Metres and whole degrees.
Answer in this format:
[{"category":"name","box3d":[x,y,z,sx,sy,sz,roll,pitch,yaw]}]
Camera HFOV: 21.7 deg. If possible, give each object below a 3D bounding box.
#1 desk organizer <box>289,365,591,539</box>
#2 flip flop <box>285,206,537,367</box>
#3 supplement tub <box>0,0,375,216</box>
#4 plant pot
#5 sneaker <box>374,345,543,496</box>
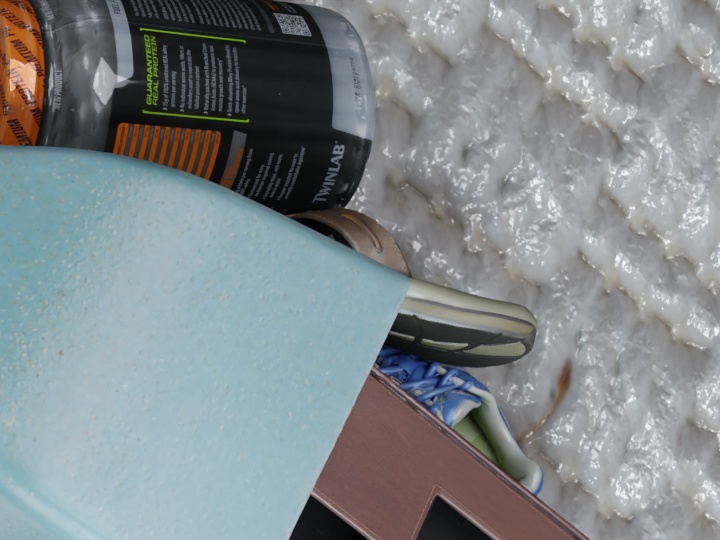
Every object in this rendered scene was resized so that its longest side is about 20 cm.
[{"category":"desk organizer","box3d":[0.040,0.139,0.944,0.200,0.072,0.077,39,54,-17]},{"category":"flip flop","box3d":[0.000,0.000,0.977,0.200,0.081,0.058,15,70,-14]},{"category":"supplement tub","box3d":[-0.104,-0.086,0.972,0.200,0.123,0.123,3,76,-30]},{"category":"plant pot","box3d":[-0.133,0.053,0.885,0.200,0.196,0.196,33,63,-14]},{"category":"sneaker","box3d":[0.029,0.060,1.041,0.200,0.077,0.076,48,61,-9]}]
